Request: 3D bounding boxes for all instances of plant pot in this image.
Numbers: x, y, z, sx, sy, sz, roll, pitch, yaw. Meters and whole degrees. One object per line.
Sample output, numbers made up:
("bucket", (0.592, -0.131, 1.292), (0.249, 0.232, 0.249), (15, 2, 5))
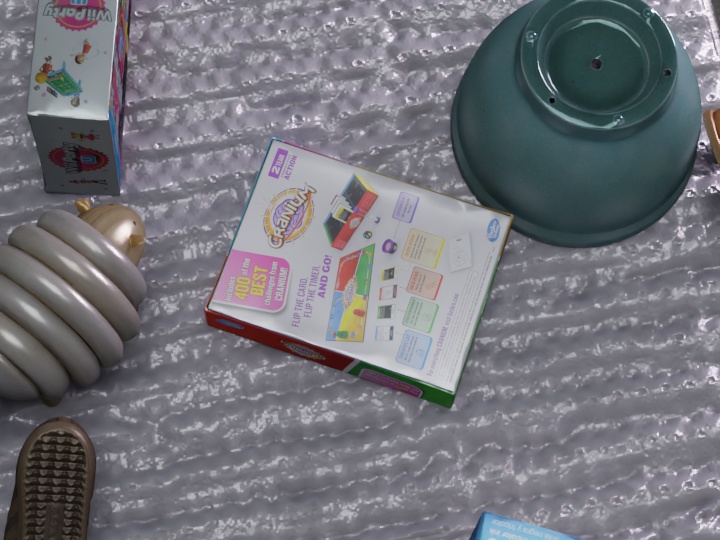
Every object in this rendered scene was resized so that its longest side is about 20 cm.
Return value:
("plant pot", (0.173, -0.135, 1.372), (0.199, 0.134, 0.201), (0, 70, -1))

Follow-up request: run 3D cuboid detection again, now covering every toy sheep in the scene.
("toy sheep", (-0.226, 0.032, 1.298), (0.138, 0.138, 0.200), (32, 72, 9))

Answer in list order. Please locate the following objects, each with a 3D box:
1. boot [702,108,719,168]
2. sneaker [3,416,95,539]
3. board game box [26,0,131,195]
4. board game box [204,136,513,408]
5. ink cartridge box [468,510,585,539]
("boot", (0.362, -0.085, 1.348), (0.155, 0.077, 0.200), (-40, 53, 15))
("sneaker", (-0.224, 0.204, 1.277), (0.070, 0.076, 0.201), (14, 92, -8))
("board game box", (-0.211, -0.177, 1.367), (0.064, 0.148, 0.201), (3, 70, -3))
("board game box", (0.000, 0.000, 1.366), (0.199, 0.040, 0.154), (19, 71, 5))
("ink cartridge box", (0.119, 0.291, 1.209), (0.145, 0.147, 0.201), (16, 70, 3))
